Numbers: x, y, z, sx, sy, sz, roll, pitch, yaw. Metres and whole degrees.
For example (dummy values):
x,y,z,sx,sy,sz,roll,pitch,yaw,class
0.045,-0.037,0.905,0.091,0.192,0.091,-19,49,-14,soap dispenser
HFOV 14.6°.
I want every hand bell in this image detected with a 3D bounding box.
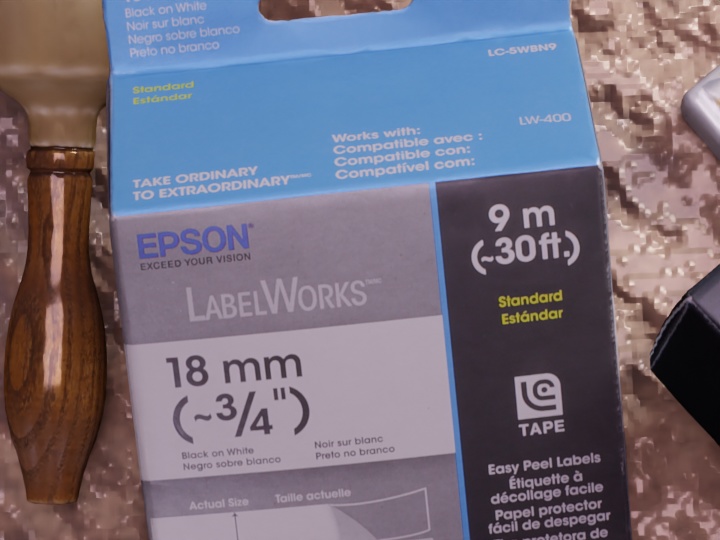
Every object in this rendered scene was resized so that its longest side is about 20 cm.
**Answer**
x,y,z,sx,sy,sz,roll,pitch,yaw,class
-0.093,-0.027,0.884,0.104,0.104,0.200,1,92,2,hand bell

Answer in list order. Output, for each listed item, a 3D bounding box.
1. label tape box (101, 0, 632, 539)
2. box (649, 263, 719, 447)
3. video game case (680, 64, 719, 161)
x,y,z,sx,sy,sz,roll,pitch,yaw,class
0.000,0.000,0.833,0.144,0.063,0.200,-6,107,1,label tape box
0.224,0.026,0.811,0.197,0.124,0.200,-42,82,-8,box
0.234,-0.034,0.893,0.182,0.023,0.200,-39,80,-5,video game case
